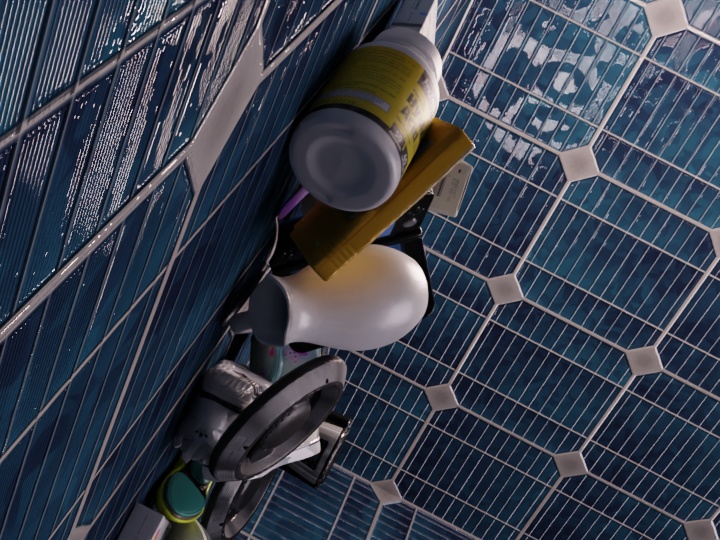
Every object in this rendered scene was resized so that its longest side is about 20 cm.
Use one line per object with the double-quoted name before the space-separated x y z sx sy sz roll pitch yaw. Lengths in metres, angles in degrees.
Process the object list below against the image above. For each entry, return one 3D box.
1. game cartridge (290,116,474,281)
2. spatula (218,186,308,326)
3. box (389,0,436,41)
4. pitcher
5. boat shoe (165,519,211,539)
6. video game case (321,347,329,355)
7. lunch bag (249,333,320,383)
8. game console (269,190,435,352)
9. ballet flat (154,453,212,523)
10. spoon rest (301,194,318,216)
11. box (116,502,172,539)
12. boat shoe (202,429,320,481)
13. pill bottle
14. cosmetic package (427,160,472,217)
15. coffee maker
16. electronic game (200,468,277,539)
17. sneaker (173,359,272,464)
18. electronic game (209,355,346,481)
"game cartridge" 0.014 -0.083 1.182 0.200 0.032 0.176 -41 -162 0
"spatula" -0.101 -0.024 1.244 0.200 0.021 0.057 -62 180 -15
"box" 0.057 -0.231 1.361 0.200 0.041 0.156 -71 166 -61
"pitcher" -0.039 0.039 1.311 0.171 0.200 0.122 -16 -96 57
"boat shoe" -0.232 0.369 1.511 0.200 0.062 0.073 -11 -130 59
"video game case" -0.066 0.087 1.604 0.143 0.019 0.200 -118 -144 -62
"lunch bag" -0.108 0.107 1.573 0.200 0.077 0.161 120 -30 -58
"game console" 0.000 0.000 1.380 0.200 0.119 0.171 -16 162 -14
"ballet flat" -0.236 0.291 1.497 0.067 0.067 0.200 -39 -173 15
"spoon rest" -0.015 -0.123 1.418 0.061 0.099 0.200 -103 -157 -62
"box" -0.287 0.368 1.390 0.156 0.041 0.200 -64 180 -16
"boat shoe" -0.126 0.213 1.474 0.202 0.074 0.086 -10 99 -48
"pill bottle" 0.014 -0.158 1.126 0.200 0.111 0.111 -63 179 -45
"cosmetic package" 0.069 -0.136 1.509 0.200 0.103 0.073 -123 -130 -73
"coffee maker" -0.119 0.233 1.760 0.135 0.200 0.192 -63 179 24
"electronic game" -0.165 0.297 1.582 0.200 0.042 0.200 -58 166 -24
"sneaker" -0.173 0.177 1.403 0.115 0.075 0.200 -61 174 2
"electronic game" -0.094 0.173 1.325 0.200 0.042 0.200 -39 161 -16
